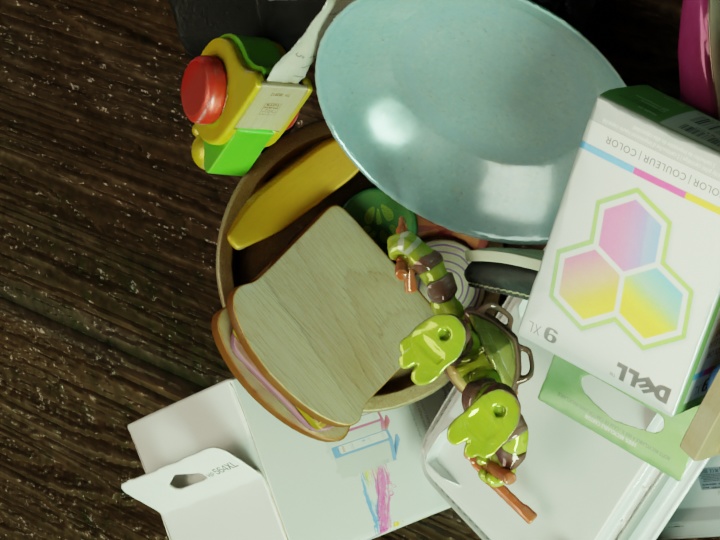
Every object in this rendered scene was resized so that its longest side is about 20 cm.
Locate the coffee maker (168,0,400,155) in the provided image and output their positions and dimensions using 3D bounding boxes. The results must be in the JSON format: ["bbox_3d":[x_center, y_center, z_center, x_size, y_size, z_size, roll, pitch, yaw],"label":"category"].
[{"bbox_3d":[-0.012,-0.173,1.661,0.200,0.135,0.192,8,133,49],"label":"coffee maker"}]

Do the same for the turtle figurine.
[{"bbox_3d":[0.069,0.062,1.533,0.064,0.161,0.200,-20,95,7],"label":"turtle figurine"}]

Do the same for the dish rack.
[{"bbox_3d":[0.120,0.096,1.612,0.172,0.044,0.200,46,118,30],"label":"dish rack"}]

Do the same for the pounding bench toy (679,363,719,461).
[{"bbox_3d":[0.281,0.047,1.380,0.156,0.124,0.200,47,134,29],"label":"pounding bench toy"}]

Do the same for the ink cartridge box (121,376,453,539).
[{"bbox_3d":[-0.042,0.125,1.720,0.128,0.200,0.125,-27,82,50],"label":"ink cartridge box"}]

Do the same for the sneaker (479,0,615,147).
[{"bbox_3d":[0.103,-0.171,1.559,0.099,0.070,0.200,-3,108,46],"label":"sneaker"}]

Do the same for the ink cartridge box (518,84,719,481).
[{"bbox_3d":[0.153,0.011,1.447,0.104,0.059,0.200,29,114,26],"label":"ink cartridge box"}]

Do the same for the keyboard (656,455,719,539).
[{"bbox_3d":[0.212,0.130,1.581,0.200,0.011,0.056,-11,89,50],"label":"keyboard"}]

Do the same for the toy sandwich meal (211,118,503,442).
[{"bbox_3d":[0.000,0.000,1.632,0.070,0.205,0.206,-179,75,-76],"label":"toy sandwich meal"}]

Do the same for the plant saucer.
[{"bbox_3d":[0.073,-0.099,1.531,0.201,0.039,0.201,15,139,13],"label":"plant saucer"}]

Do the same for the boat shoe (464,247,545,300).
[{"bbox_3d":[0.140,0.029,1.532,0.200,0.072,0.068,18,98,31],"label":"boat shoe"}]

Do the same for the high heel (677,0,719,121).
[{"bbox_3d":[0.177,-0.086,1.494,0.096,0.067,0.200,7,112,37],"label":"high heel"}]

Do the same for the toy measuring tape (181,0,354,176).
[{"bbox_3d":[-0.056,-0.130,1.584,0.074,0.073,0.200,57,138,18],"label":"toy measuring tape"}]
